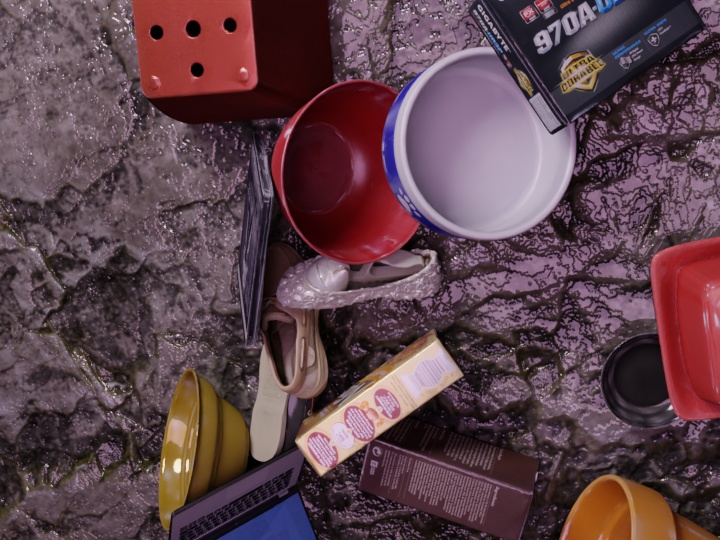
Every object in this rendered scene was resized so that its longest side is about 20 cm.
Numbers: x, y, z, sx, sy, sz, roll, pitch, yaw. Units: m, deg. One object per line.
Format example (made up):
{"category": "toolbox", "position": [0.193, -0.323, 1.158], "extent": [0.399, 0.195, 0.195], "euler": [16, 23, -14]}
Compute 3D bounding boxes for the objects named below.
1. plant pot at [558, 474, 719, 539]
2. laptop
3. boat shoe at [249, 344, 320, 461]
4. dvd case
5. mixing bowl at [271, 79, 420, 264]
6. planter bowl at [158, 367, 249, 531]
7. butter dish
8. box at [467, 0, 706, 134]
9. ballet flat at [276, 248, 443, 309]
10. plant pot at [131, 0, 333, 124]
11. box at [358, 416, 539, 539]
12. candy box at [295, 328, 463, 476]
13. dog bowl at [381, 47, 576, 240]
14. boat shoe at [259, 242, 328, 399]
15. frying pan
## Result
{"category": "plant pot", "position": [0.337, 0.354, 1.070], "extent": [0.182, 0.200, 0.201], "euler": [19, 106, -7]}
{"category": "laptop", "position": [-0.127, 0.336, 1.167], "extent": [0.116, 0.187, 0.200], "euler": [52, 149, 23]}
{"category": "boat shoe", "position": [-0.086, 0.140, 1.197], "extent": [0.073, 0.063, 0.203], "euler": [13, 92, 42]}
{"category": "dvd case", "position": [-0.122, -0.036, 1.101], "extent": [0.016, 0.149, 0.201], "euler": [3, 123, -14]}
{"category": "mixing bowl", "position": [-0.025, -0.113, 1.080], "extent": [0.108, 0.199, 0.202], "euler": [16, 110, 56]}
{"category": "planter bowl", "position": [-0.191, 0.228, 1.201], "extent": [0.083, 0.200, 0.202], "euler": [11, 106, -21]}
{"category": "butter dish", "position": [0.422, 0.065, 0.988], "extent": [0.198, 0.148, 0.201], "euler": [-10, 97, 4]}
{"category": "box", "position": [0.235, -0.260, 0.989], "extent": [0.199, 0.046, 0.159], "euler": [-34, 91, -13]}
{"category": "ballet flat", "position": [0.000, 0.000, 1.109], "extent": [0.199, 0.072, 0.072], "euler": [-5, 101, -8]}
{"category": "plant pot", "position": [-0.154, -0.267, 1.070], "extent": [0.199, 0.176, 0.201], "euler": [-1, 100, 15]}
{"category": "box", "position": [0.108, 0.244, 1.144], "extent": [0.199, 0.100, 0.075], "euler": [15, 105, 12]}
{"category": "candy box", "position": [0.022, 0.151, 1.114], "extent": [0.199, 0.115, 0.055], "euler": [-35, 90, 3]}
{"category": "dog bowl", "position": [0.126, -0.133, 1.029], "extent": [0.199, 0.079, 0.202], "euler": [-1, 92, -15]}
{"category": "boat shoe", "position": [-0.089, 0.052, 1.141], "extent": [0.071, 0.064, 0.201], "euler": [-27, 65, 22]}
{"category": "frying pan", "position": [0.367, 0.123, 1.086], "extent": [0.189, 0.031, 0.116], "euler": [-2, 103, 4]}
